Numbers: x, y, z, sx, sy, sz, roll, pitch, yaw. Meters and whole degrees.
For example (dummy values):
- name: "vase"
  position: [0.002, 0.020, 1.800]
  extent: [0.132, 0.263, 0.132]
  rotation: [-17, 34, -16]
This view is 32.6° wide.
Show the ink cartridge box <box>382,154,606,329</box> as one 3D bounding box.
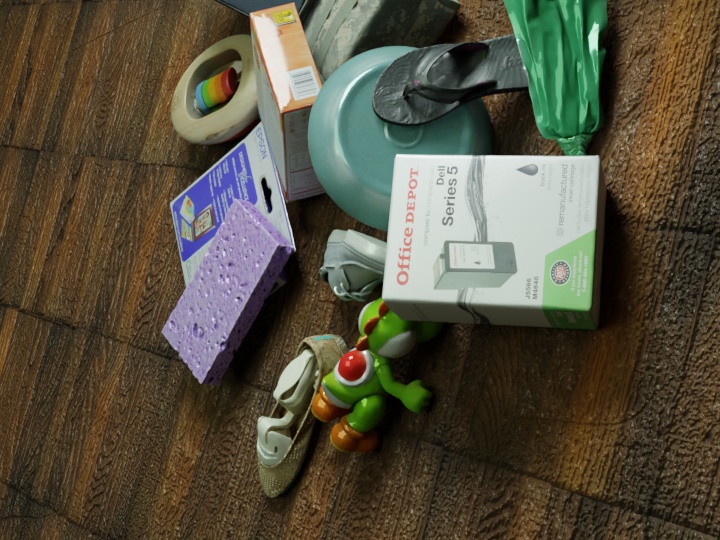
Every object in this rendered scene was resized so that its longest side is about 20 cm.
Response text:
- name: "ink cartridge box"
  position: [0.127, -0.028, 1.163]
  extent: [0.197, 0.084, 0.148]
  rotation: [2, 77, 16]

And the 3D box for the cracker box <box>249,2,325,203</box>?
- name: "cracker box"
  position: [-0.080, -0.187, 1.408]
  extent: [0.201, 0.057, 0.136]
  rotation: [95, 159, -65]

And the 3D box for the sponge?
- name: "sponge"
  position: [-0.161, 0.025, 1.480]
  extent: [0.112, 0.030, 0.202]
  rotation: [45, 112, 41]

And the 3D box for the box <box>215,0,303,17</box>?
- name: "box"
  position: [-0.145, -0.374, 1.514]
  extent: [0.108, 0.147, 0.200]
  rotation: [-63, 17, 9]

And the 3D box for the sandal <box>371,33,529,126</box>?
- name: "sandal"
  position: [0.104, -0.204, 1.248]
  extent: [0.197, 0.048, 0.076]
  rotation: [-17, 79, -1]

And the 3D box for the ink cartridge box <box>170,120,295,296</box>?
- name: "ink cartridge box"
  position: [-0.152, -0.051, 1.541]
  extent: [0.199, 0.043, 0.201]
  rotation: [-37, 55, 33]

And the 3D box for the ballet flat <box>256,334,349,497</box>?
- name: "ballet flat"
  position: [-0.081, 0.159, 1.384]
  extent: [0.070, 0.065, 0.202]
  rotation: [30, 99, 46]

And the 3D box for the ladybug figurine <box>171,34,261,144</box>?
- name: "ladybug figurine"
  position: [-0.169, -0.228, 1.598]
  extent: [0.198, 0.071, 0.138]
  rotation: [-13, 68, 42]

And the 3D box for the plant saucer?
- name: "plant saucer"
  position: [0.044, -0.142, 1.279]
  extent: [0.036, 0.197, 0.203]
  rotation: [118, 160, -77]

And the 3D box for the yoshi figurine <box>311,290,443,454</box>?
- name: "yoshi figurine"
  position: [0.030, 0.090, 1.295]
  extent: [0.112, 0.111, 0.202]
  rotation: [-70, 6, -62]

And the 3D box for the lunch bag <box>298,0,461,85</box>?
- name: "lunch bag"
  position: [0.003, -0.305, 1.421]
  extent: [0.165, 0.116, 0.201]
  rotation: [-54, 38, 23]

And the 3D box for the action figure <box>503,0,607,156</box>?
- name: "action figure"
  position: [0.198, -0.202, 1.212]
  extent: [0.116, 0.055, 0.204]
  rotation: [-6, 83, 0]

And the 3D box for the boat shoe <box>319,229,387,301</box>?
- name: "boat shoe"
  position: [-0.001, 0.000, 1.315]
  extent: [0.201, 0.069, 0.073]
  rotation: [-169, 98, -77]
